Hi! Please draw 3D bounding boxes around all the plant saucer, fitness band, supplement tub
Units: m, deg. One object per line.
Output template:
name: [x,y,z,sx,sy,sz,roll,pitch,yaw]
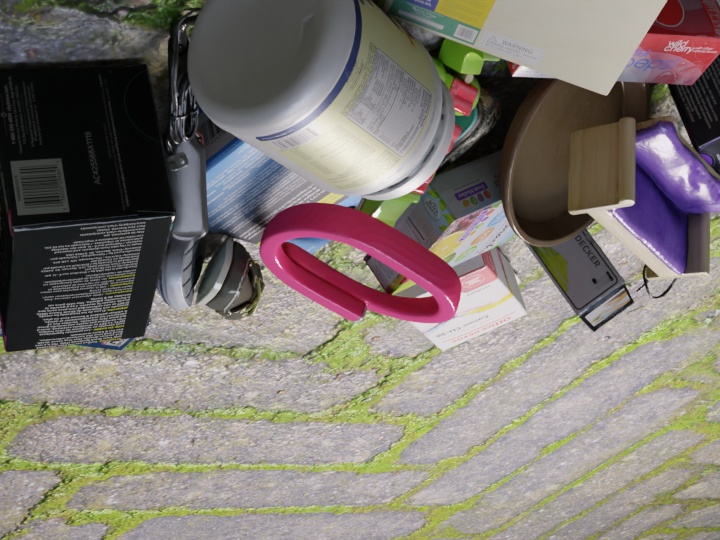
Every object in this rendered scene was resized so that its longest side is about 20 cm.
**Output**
plant saucer: [0.197,-0.118,1.272,0.199,0.029,0.201,-26,133,-32]
fitness band: [0.000,0.000,1.247,0.199,0.038,0.143,30,153,-30]
supplement tub: [-0.024,-0.144,1.065,0.144,0.146,0.200,-28,151,22]

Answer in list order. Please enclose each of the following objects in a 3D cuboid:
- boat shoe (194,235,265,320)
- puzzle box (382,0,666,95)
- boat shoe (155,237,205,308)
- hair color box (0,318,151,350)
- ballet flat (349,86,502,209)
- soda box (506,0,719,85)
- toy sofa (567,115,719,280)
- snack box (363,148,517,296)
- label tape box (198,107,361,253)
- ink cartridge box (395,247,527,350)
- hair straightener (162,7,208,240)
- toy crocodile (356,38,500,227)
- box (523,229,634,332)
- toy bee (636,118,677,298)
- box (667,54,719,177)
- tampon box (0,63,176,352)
boat shoe: [-0.122,0.013,1.313,0.060,0.072,0.202,28,175,-7]
puzzle box: [0.126,-0.216,1.048,0.199,0.026,0.133,19,147,-5]
boat shoe: [-0.183,-0.005,1.247,0.066,0.074,0.200,6,180,-3]
hair color box: [-0.296,0.008,1.251,0.199,0.101,0.060,11,142,-43]
ballet flat: [0.055,-0.104,1.286,0.200,0.068,0.075,-35,163,28]
soda box: [0.218,-0.207,1.175,0.199,0.064,0.070,-1,150,-26]
toy sofa: [0.277,-0.063,1.267,0.097,0.083,0.200,-7,156,33]
snack box: [0.114,-0.059,1.340,0.199,0.053,0.142,-24,164,-38]
label tape box: [-0.078,-0.088,1.231,0.144,0.064,0.199,-32,149,30]
ink cartridge box: [0.115,0.025,1.554,0.116,0.068,0.200,-24,152,15]
hair straightener: [-0.135,-0.110,1.083,0.041,0.077,0.201,1,122,-12]
toy crocodile: [0.058,-0.121,1.193,0.067,0.062,0.201,15,110,-48]
box: [0.230,-0.005,1.450,0.060,0.117,0.200,-36,167,7]
toy bee: [0.276,-0.079,1.428,0.130,0.109,0.201,-7,123,-31]
box: [0.403,-0.174,1.295,0.199,0.107,0.122,-23,152,13]
tampon box: [-0.237,-0.049,1.119,0.125,0.151,0.200,-5,151,-20]
